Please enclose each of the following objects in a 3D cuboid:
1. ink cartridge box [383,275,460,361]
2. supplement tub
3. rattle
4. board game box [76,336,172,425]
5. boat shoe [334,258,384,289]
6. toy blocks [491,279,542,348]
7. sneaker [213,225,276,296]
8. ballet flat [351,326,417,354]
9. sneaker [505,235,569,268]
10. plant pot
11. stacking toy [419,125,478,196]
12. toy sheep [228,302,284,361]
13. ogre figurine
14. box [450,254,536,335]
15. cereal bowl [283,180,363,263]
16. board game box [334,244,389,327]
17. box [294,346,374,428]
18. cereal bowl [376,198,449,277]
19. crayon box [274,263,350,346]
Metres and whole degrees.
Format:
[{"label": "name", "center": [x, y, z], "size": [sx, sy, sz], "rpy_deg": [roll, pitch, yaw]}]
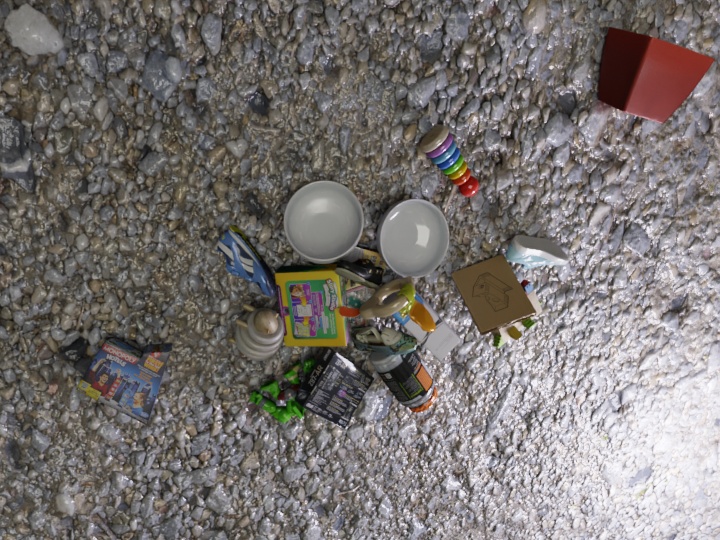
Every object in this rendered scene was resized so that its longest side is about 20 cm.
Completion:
[{"label": "ink cartridge box", "center": [0.157, 0.126, 1.626], "size": [0.084, 0.145, 0.200], "rpy_deg": [-45, 109, 4]}, {"label": "supplement tub", "center": [0.123, 0.284, 1.676], "size": [0.121, 0.123, 0.202], "rpy_deg": [-35, 110, 0]}, {"label": "rattle", "center": [0.065, 0.109, 1.510], "size": [0.197, 0.132, 0.143], "rpy_deg": [-28, 128, 16]}, {"label": "board game box", "center": [-0.572, 0.252, 1.545], "size": [0.198, 0.062, 0.202], "rpy_deg": [33, 96, -19]}, {"label": "boat shoe", "center": [-0.002, -0.001, 1.513], "size": [0.200, 0.072, 0.065], "rpy_deg": [22, 83, -61]}, {"label": "toy blocks", "center": [0.415, 0.096, 1.696], "size": [0.198, 0.099, 0.139], "rpy_deg": [-35, 114, -15]}, {"label": "sneaker", "center": [-0.284, -0.011, 1.523], "size": [0.082, 0.074, 0.202], "rpy_deg": [-36, 94, 3]}, {"label": "ballet flat", "center": [0.055, 0.179, 1.606], "size": [0.196, 0.074, 0.076], "rpy_deg": [-6, 113, 35]}, {"label": "sneaker", "center": [0.485, -0.041, 1.703], "size": [0.195, 0.075, 0.083], "rpy_deg": [14, 132, -21]}, {"label": "plant pot", "center": [0.725, -0.490, 1.560], "size": [0.194, 0.201, 0.180], "rpy_deg": [10, 114, -15]}, {"label": "stacking toy", "center": [0.240, -0.270, 1.570], "size": [0.085, 0.085, 0.200], "rpy_deg": [-42, 114, 2]}, {"label": "toy sheep", "center": [-0.260, 0.163, 1.554], "size": [0.134, 0.141, 0.201], "rpy_deg": [11, 145, -15]}, {"label": "ogre figurine", "center": [-0.187, 0.332, 1.635], "size": [0.198, 0.098, 0.122], "rpy_deg": [-33, 100, -16]}, {"label": "box", "center": [0.352, 0.062, 1.636], "size": [0.159, 0.203, 0.021], "rpy_deg": [-18, 145, -6]}, {"label": "cereal bowl", "center": [-0.089, -0.111, 1.509], "size": [0.194, 0.083, 0.206], "rpy_deg": [0, 76, -1]}, {"label": "board game box", "center": [-0.016, 0.036, 1.621], "size": [0.132, 0.035, 0.205], "rpy_deg": [15, 102, -16]}, {"label": "box", "center": [-0.065, 0.313, 1.622], "size": [0.199, 0.043, 0.162], "rpy_deg": [39, 80, -46]}, {"label": "cereal bowl", "center": [0.126, -0.086, 1.584], "size": [0.195, 0.083, 0.206], "rpy_deg": [-3, 99, -20]}, {"label": "crayon box", "center": [-0.120, 0.091, 1.571], "size": [0.167, 0.058, 0.206], "rpy_deg": [-2, 108, 11]}]
